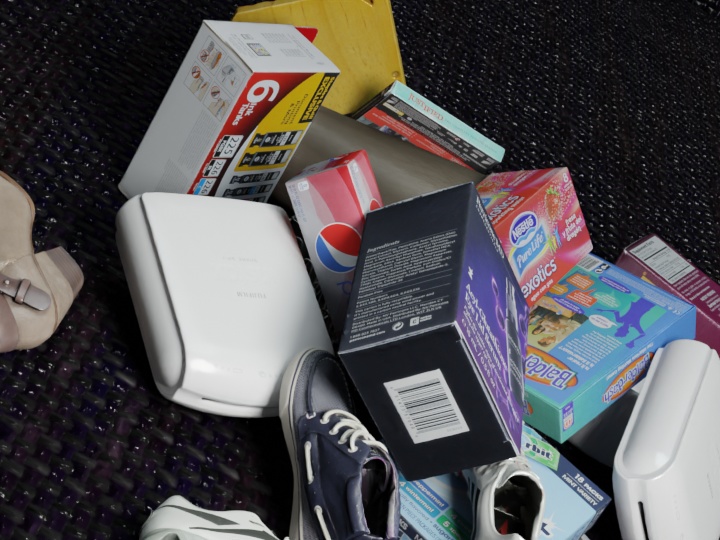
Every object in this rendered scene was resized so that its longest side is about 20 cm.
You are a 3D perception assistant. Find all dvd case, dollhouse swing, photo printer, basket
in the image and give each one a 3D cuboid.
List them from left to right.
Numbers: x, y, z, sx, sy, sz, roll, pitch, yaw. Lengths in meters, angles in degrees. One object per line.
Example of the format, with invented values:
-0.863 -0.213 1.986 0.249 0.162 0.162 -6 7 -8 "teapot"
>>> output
-0.114 0.033 1.417 0.165 0.069 0.201 6 52 -36 "photo printer"
-0.057 -0.251 1.828 0.198 0.183 0.176 -10 33 4 "dollhouse swing"
0.009 -0.078 1.728 0.199 0.137 0.181 29 48 5 "basket"
0.047 -0.129 1.793 0.145 0.200 0.022 30 62 -16 "dvd case"
0.291 0.189 1.522 0.069 0.168 0.200 0 37 28 "photo printer"

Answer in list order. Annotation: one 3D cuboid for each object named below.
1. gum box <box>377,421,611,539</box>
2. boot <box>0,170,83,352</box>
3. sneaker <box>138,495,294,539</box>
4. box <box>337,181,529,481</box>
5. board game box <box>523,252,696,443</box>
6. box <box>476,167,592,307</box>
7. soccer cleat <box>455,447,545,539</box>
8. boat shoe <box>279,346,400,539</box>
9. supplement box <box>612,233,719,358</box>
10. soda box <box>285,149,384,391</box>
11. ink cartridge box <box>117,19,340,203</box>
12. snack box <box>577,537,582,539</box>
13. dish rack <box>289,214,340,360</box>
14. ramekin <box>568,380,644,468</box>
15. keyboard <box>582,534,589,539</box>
0.098 0.195 1.421 0.170 0.045 0.199 41 39 17 "gum box"
-0.319 -0.015 1.337 0.199 0.071 0.146 37 29 11 "boot"
-0.066 0.221 1.205 0.199 0.074 0.089 29 29 -8 "sneaker"
0.066 0.048 1.367 0.201 0.103 0.149 -79 147 -52 "box"
0.203 0.068 1.594 0.199 0.045 0.152 -32 43 -30 "board game box"
0.127 -0.015 1.608 0.200 0.099 0.096 -39 116 -40 "box"
0.119 0.177 1.345 0.068 0.086 0.201 18 38 -12 "soccer cleat"
-0.010 0.141 1.305 0.074 0.093 0.202 16 55 -35 "boat shoe"
0.351 0.076 1.834 0.200 0.131 0.103 40 27 16 "supplement box"
0.000 0.000 1.473 0.070 0.063 0.202 -49 122 -69 "soda box"
-0.114 -0.138 1.612 0.084 0.201 0.175 46 31 25 "ink cartridge box"
0.137 0.198 1.503 0.071 0.024 0.201 1 42 -33 "snack box"
-0.053 0.031 1.561 0.153 0.055 0.200 38 27 12 "dish rack"
0.271 0.119 1.713 0.199 0.098 0.201 25 27 -14 "ramekin"
0.150 0.209 1.533 0.056 0.011 0.200 -11 49 -47 "keyboard"
